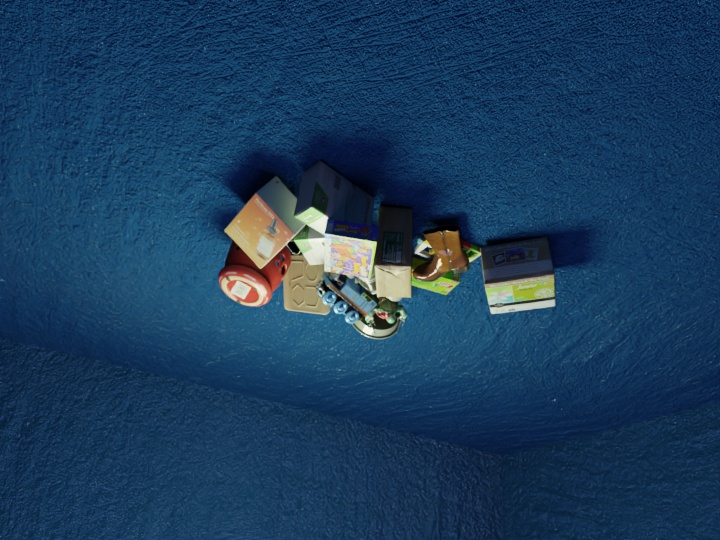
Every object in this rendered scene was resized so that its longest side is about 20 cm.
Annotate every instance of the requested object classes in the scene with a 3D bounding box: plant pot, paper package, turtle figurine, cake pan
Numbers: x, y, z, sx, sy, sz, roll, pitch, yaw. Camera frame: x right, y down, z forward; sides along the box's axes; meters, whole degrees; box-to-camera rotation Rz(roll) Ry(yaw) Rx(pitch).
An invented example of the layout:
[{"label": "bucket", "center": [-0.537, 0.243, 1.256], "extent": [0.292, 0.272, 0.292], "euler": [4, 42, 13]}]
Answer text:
[{"label": "plant pot", "center": [-0.335, -0.001, 1.703], "extent": [0.196, 0.185, 0.202], "euler": [10, 141, 8]}, {"label": "paper package", "center": [0.097, -0.050, 1.538], "extent": [0.101, 0.204, 0.192], "euler": [1, 150, 7]}, {"label": "turtle figurine", "center": [0.094, 0.126, 1.825], "extent": [0.146, 0.203, 0.102], "euler": [8, 135, -12]}, {"label": "cake pan", "center": [0.053, 0.142, 1.882], "extent": [0.196, 0.203, 0.037], "euler": [13, 141, -9]}]

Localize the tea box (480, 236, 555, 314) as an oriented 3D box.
[{"label": "tea box", "center": [0.472, 0.019, 1.622], "extent": [0.196, 0.136, 0.198], "euler": [-10, 146, 16]}]

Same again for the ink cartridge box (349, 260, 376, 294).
[{"label": "ink cartridge box", "center": [-0.021, 0.033, 1.790], "extent": [0.196, 0.106, 0.059], "euler": [-10, -179, 26]}]

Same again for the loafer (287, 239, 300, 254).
[{"label": "loafer", "center": [-0.220, -0.117, 1.622], "extent": [0.072, 0.072, 0.200], "euler": [-10, 144, 28]}]

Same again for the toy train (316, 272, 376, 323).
[{"label": "toy train", "center": [-0.046, 0.076, 1.671], "extent": [0.114, 0.087, 0.200], "euler": [-46, 120, 4]}]

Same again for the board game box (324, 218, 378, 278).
[{"label": "board game box", "center": [-0.027, -0.053, 1.420], "extent": [0.131, 0.046, 0.201], "euler": [9, 152, 1]}]

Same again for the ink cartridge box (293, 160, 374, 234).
[{"label": "ink cartridge box", "center": [-0.065, -0.167, 1.427], "extent": [0.198, 0.149, 0.084], "euler": [31, 144, -34]}]

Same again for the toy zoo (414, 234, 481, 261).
[{"label": "toy zoo", "center": [0.257, -0.066, 1.653], "extent": [0.197, 0.021, 0.131], "euler": [21, 148, -22]}]

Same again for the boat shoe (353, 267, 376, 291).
[{"label": "boat shoe", "center": [0.000, 0.000, 1.663], "extent": [0.069, 0.200, 0.065], "euler": [-19, 122, -10]}]

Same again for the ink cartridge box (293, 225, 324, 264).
[{"label": "ink cartridge box", "center": [-0.077, -0.092, 1.606], "extent": [0.196, 0.086, 0.147], "euler": [-2, 149, 18]}]

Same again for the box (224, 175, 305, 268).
[{"label": "box", "center": [-0.255, -0.130, 1.496], "extent": [0.152, 0.107, 0.199], "euler": [46, 133, -7]}]

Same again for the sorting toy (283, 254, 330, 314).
[{"label": "sorting toy", "center": [-0.173, 0.042, 1.763], "extent": [0.197, 0.190, 0.036], "euler": [2, -175, 39]}]

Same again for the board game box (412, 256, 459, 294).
[{"label": "board game box", "center": [0.216, 0.016, 1.775], "extent": [0.196, 0.048, 0.102], "euler": [15, 149, -13]}]

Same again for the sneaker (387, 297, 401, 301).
[{"label": "sneaker", "center": [0.115, 0.047, 1.702], "extent": [0.086, 0.075, 0.201], "euler": [35, 161, 32]}]

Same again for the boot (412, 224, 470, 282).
[{"label": "boot", "center": [0.220, -0.047, 1.603], "extent": [0.185, 0.070, 0.201], "euler": [-6, 147, 23]}]
